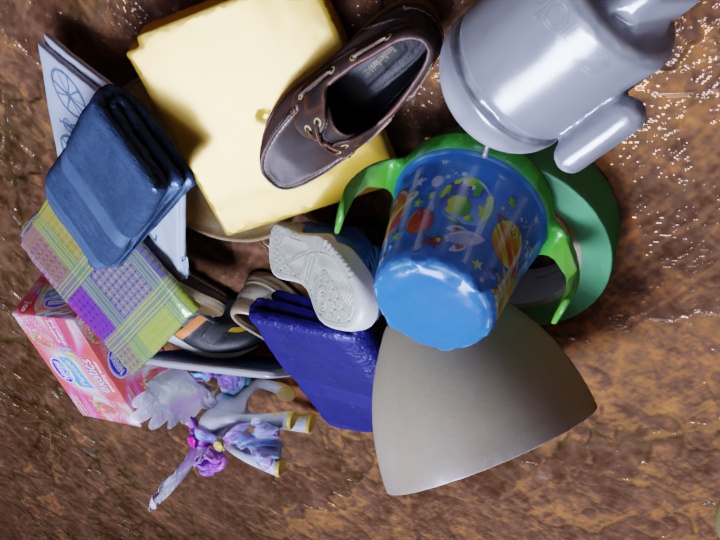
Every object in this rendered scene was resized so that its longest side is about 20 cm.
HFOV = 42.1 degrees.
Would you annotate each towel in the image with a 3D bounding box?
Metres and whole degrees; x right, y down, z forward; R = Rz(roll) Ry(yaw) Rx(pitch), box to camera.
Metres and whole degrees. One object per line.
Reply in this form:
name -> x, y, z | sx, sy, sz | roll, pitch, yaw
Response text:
towel -> -0.264, -0.002, 0.966 | 0.200, 0.023, 0.143 | 49, 125, 0
towel -> -0.223, -0.078, 0.839 | 0.112, 0.048, 0.200 | 55, 144, -1
towel -> -0.014, 0.098, 0.943 | 0.146, 0.050, 0.201 | 8, 144, 36

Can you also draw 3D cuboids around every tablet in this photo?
tablet -> -0.155, 0.108, 1.093 | 0.198, 0.130, 0.014 | 4, 91, 25

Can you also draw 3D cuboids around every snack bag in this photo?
snack bag -> -0.230, -0.104, 0.898 | 0.199, 0.021, 0.189 | 39, 148, 16

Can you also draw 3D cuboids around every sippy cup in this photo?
sippy cup -> 0.074, -0.015, 0.735 | 0.176, 0.131, 0.140 | -3, 133, 30

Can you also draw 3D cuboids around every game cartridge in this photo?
game cartridge -> -0.079, -0.138, 0.794 | 0.174, 0.033, 0.201 | -15, 122, 16

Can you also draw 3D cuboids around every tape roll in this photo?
tape roll -> 0.125, -0.036, 0.824 | 0.198, 0.048, 0.202 | 16, 139, 14

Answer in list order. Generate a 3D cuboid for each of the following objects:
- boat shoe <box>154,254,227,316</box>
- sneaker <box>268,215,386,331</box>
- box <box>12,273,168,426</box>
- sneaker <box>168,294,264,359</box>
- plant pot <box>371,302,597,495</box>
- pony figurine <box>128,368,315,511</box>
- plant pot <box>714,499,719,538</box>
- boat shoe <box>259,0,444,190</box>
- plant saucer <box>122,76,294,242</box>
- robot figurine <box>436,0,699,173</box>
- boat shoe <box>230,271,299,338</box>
boat shoe -> -0.221, -0.023, 1.006 | 0.199, 0.072, 0.072 | 29, 166, 11
sneaker -> 0.000, -0.001, 0.845 | 0.200, 0.110, 0.078 | -152, 63, -61
box -> -0.329, 0.092, 1.171 | 0.102, 0.095, 0.201 | 6, 136, 24
sneaker -> -0.200, 0.037, 1.060 | 0.198, 0.070, 0.091 | 14, 141, 16
plant pot -> 0.090, 0.093, 0.825 | 0.200, 0.199, 0.136 | -27, 83, 44
pony figurine -> -0.175, 0.185, 1.127 | 0.198, 0.193, 0.168 | 10, 115, 16
plant pot -> 0.424, 0.182, 0.810 | 0.198, 0.200, 0.144 | 11, 112, 18
boat shoe -> -0.015, -0.129, 0.732 | 0.070, 0.071, 0.200 | 33, 123, -21
plant saucer -> -0.143, -0.113, 0.894 | 0.198, 0.036, 0.201 | 15, 139, 13
robot figurine -> 0.131, -0.155, 0.639 | 0.200, 0.112, 0.171 | -36, 71, 47
boat shoe -> -0.057, 0.085, 1.040 | 0.199, 0.065, 0.071 | 36, 140, -11
